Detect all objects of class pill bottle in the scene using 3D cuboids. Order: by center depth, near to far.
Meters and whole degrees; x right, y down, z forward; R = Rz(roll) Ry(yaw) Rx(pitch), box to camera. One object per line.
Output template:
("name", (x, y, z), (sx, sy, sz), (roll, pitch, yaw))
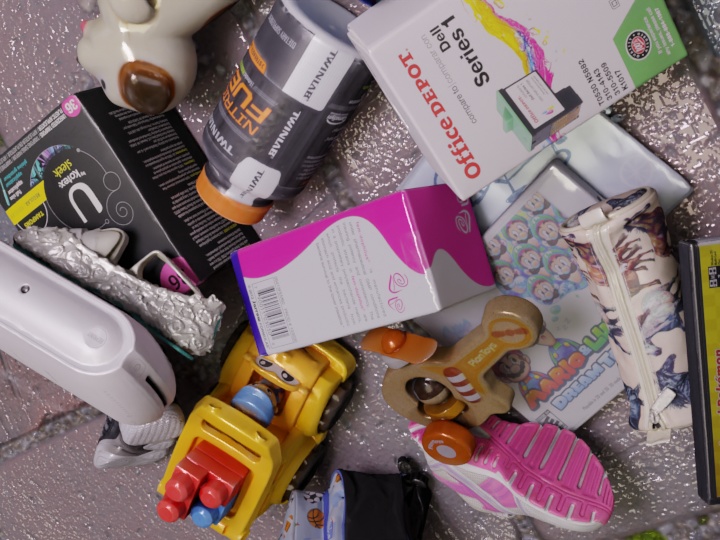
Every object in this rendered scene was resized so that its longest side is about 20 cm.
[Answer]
("pill bottle", (-0.070, -0.135, 0.842), (0.106, 0.106, 0.200), (38, 117, 6))

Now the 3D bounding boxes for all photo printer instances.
("photo printer", (-0.251, 0.058, 0.819), (0.200, 0.069, 0.166), (28, 160, 12))

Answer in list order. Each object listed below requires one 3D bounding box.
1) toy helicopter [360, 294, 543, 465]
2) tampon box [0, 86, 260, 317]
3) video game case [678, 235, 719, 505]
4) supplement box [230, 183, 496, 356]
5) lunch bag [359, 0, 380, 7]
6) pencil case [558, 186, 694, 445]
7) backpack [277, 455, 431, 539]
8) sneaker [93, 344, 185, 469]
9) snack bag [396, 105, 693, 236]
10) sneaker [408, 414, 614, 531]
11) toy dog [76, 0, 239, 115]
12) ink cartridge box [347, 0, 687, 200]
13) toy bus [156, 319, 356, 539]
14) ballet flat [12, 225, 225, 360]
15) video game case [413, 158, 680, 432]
("toy helicopter", (0.078, 0.073, 0.798), (0.132, 0.079, 0.200), (32, 140, -5))
("tampon box", (-0.227, -0.058, 0.920), (0.150, 0.126, 0.200), (-31, 95, 28))
("video game case", (0.336, 0.065, 0.713), (0.181, 0.026, 0.200), (-7, 98, -2))
("supplement box", (0.000, 0.000, 0.836), (0.200, 0.103, 0.101), (-17, 89, 38))
("lunch bag", (-0.029, -0.267, 0.725), (0.151, 0.200, 0.094), (42, 118, 3))
("pencil case", (0.220, 0.032, 0.749), (0.078, 0.089, 0.200), (-16, 105, 26))
("backpack", (-0.011, 0.311, 0.927), (0.154, 0.200, 0.191), (4, 126, 1))
("sneaker", (-0.243, 0.142, 1.029), (0.200, 0.075, 0.114), (-43, 54, 53))
("snack bag", (0.154, -0.069, 0.823), (0.200, 0.021, 0.189), (39, 118, 2))
("sneaker", (0.141, 0.185, 0.878), (0.200, 0.081, 0.088), (23, 145, 36))
("toy dog", (-0.170, -0.235, 0.833), (0.194, 0.140, 0.200), (21, 105, -27))
("ink cartridge box", (0.113, -0.169, 0.707), (0.200, 0.084, 0.145), (-33, 118, 6))
("toy bus", (-0.114, 0.157, 0.915), (0.136, 0.192, 0.200), (31, 115, 11))
("ballet flat", (-0.203, 0.003, 0.834), (0.200, 0.072, 0.072), (31, 117, 5))
("video game case", (0.170, 0.033, 0.832), (0.182, 0.024, 0.200), (41, 121, 0))
